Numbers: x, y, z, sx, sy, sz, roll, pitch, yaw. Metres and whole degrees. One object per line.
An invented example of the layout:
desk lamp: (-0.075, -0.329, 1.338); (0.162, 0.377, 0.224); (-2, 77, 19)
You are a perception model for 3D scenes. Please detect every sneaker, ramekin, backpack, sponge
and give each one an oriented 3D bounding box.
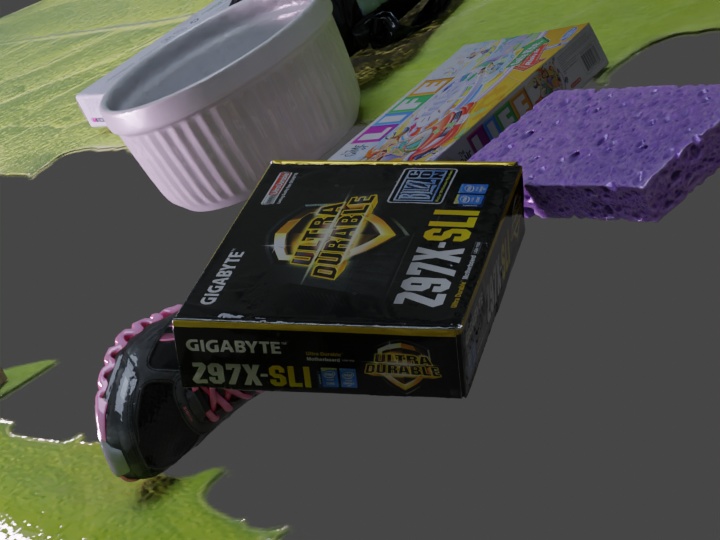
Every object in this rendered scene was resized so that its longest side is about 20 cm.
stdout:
sneaker: (-0.075, 0.050, 1.195); (0.095, 0.079, 0.200); (1, 35, 35)
ramekin: (-0.095, -0.132, 1.605); (0.199, 0.105, 0.200); (-25, 19, 10)
backpack: (-0.007, -0.251, 1.742); (0.167, 0.127, 0.200); (-13, 20, 50)
sponge: (0.147, -0.071, 1.234); (0.111, 0.030, 0.200); (-39, 22, -25)

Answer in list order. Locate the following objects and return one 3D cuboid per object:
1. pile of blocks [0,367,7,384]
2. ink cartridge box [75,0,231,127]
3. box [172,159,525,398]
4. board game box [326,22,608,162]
pile of blocks: (-0.324, 0.059, 1.516); (0.082, 0.062, 0.200); (-33, 19, -10)
ink cartridge box: (-0.147, -0.202, 1.946); (0.196, 0.043, 0.200); (-38, 23, -26)
box: (0.000, 0.000, 1.155); (0.159, 0.050, 0.200); (3, 29, 14)
board game box: (0.061, -0.098, 1.410); (0.200, 0.034, 0.134); (-42, 23, -32)
